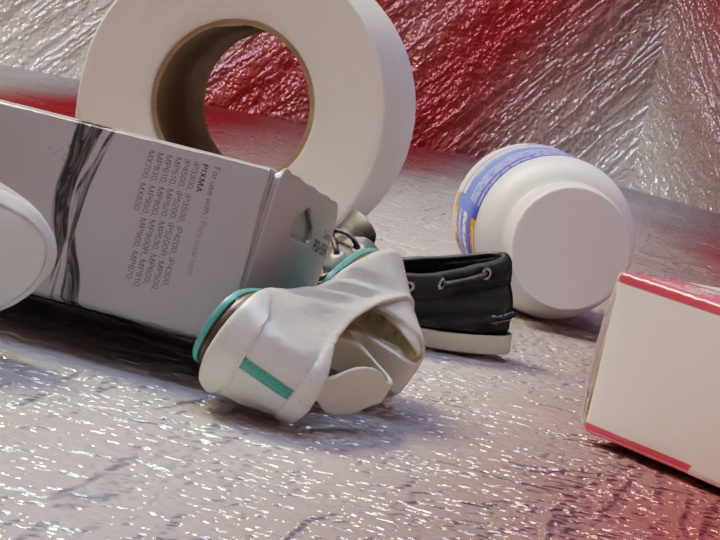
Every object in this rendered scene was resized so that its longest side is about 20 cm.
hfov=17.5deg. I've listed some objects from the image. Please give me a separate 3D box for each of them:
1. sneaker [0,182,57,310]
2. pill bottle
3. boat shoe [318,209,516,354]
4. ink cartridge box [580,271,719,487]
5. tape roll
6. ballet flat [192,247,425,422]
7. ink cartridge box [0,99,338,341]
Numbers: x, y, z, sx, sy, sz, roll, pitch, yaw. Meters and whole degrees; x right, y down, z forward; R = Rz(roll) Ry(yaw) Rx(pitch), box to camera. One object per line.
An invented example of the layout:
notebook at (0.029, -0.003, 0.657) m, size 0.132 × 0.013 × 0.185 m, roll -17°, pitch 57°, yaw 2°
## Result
sneaker at (-0.195, 0.005, 0.912) m, size 0.199 × 0.075 × 0.099 m, roll 0°, pitch 26°, yaw -44°
pill bottle at (0.129, -0.027, 1.631) m, size 0.111 × 0.113 × 0.200 m, roll 12°, pitch 6°, yaw -5°
boat shoe at (0.001, 0.001, 1.311) m, size 0.198 × 0.067 × 0.074 m, roll 11°, pitch 7°, yaw -20°
ink cartridge box at (0.229, 0.065, 1.124) m, size 0.199 × 0.083 × 0.146 m, roll 8°, pitch 8°, yaw -39°
tape roll at (-0.070, -0.109, 1.536) m, size 0.201 × 0.204 × 0.139 m, roll 14°, pitch 6°, yaw 9°
ballet flat at (-0.009, 0.036, 1.039) m, size 0.069 × 0.070 × 0.200 m, roll 15°, pitch 10°, yaw 19°
ink cartridge box at (-0.125, -0.023, 1.093) m, size 0.198 × 0.084 × 0.147 m, roll 14°, pitch -3°, yaw 12°
